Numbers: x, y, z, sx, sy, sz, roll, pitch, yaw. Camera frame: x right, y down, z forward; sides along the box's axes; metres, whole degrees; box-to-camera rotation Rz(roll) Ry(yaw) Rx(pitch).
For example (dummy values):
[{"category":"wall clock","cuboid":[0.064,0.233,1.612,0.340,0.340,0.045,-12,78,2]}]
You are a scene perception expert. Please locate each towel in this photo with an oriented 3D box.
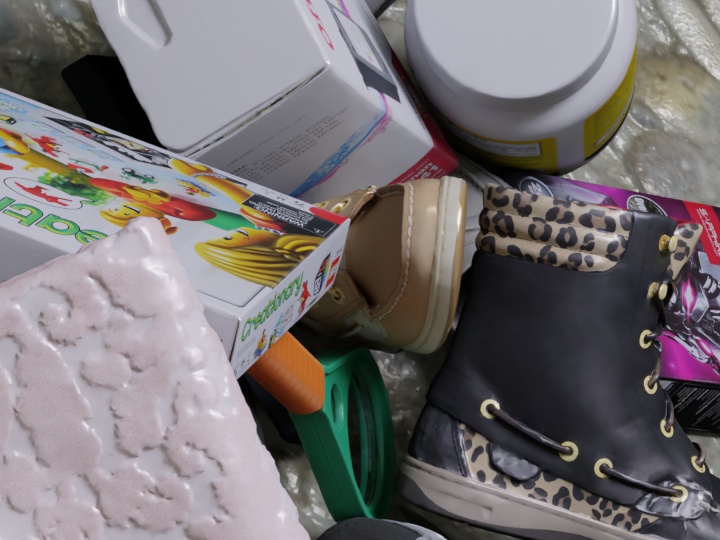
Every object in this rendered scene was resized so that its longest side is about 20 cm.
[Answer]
[{"category":"towel","cuboid":[-0.114,0.108,0.842,0.032,0.191,0.200,-114,180,-83]}]

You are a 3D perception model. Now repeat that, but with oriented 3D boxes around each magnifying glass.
[{"category":"magnifying glass","cuboid":[-0.018,0.056,1.041,0.200,0.022,0.080,54,33,-66]}]

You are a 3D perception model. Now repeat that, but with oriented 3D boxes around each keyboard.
[{"category":"keyboard","cuboid":[-0.060,-0.014,1.095,0.200,0.040,0.104,58,15,1]}]

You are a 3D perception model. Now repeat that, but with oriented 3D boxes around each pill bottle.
[{"category":"pill bottle","cuboid":[0.081,-0.113,1.224,0.114,0.114,0.200,52,0,9]}]

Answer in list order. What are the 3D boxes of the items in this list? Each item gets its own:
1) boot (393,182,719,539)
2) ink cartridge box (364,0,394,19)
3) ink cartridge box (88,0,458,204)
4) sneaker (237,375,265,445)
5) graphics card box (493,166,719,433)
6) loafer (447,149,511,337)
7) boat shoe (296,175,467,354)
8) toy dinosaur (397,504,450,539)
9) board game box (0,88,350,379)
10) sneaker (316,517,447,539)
[{"category":"boot","cuboid":[0.125,0.050,1.082,0.200,0.151,0.073,11,2,-3]},{"category":"ink cartridge box","cuboid":[-0.025,-0.242,1.290,0.200,0.147,0.145,44,38,-2]},{"category":"ink cartridge box","cuboid":[-0.046,-0.105,1.135,0.148,0.086,0.200,61,9,17]},{"category":"sneaker","cuboid":[-0.083,0.044,1.000,0.088,0.076,0.200,58,10,-53]},{"category":"graphics card box","cuboid":[0.152,0.020,1.294,0.200,0.051,0.126,8,52,-35]},{"category":"loafer","cuboid":[0.065,0.003,1.186,0.200,0.070,0.070,49,9,33]},{"category":"boat shoe","cuboid":[0.000,0.000,1.085,0.069,0.200,0.074,9,77,-9]},{"category":"toy dinosaur","cuboid":[0.061,0.171,1.052,0.102,0.077,0.200,-38,64,-10]},{"category":"board game box","cuboid":[-0.117,-0.022,0.923,0.200,0.035,0.126,20,22,10]},{"category":"sneaker","cuboid":[-0.003,0.137,0.972,0.115,0.075,0.200,36,7,-31]}]
